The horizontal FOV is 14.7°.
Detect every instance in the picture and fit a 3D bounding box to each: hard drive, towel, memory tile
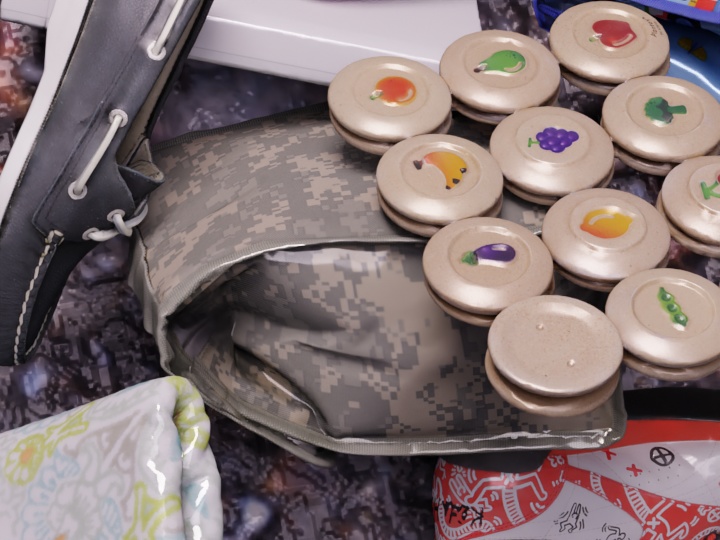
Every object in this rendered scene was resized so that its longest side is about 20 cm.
[{"bbox_3d":[-0.048,-0.115,1.204,0.200,0.132,0.027,11,110,-4],"label":"hard drive"},{"bbox_3d":[-0.119,0.157,1.094,0.048,0.171,0.200,14,64,-50],"label":"towel"},{"bbox_3d":[0.085,-0.030,1.082,0.153,0.017,0.200,-15,48,-18],"label":"memory tile"}]

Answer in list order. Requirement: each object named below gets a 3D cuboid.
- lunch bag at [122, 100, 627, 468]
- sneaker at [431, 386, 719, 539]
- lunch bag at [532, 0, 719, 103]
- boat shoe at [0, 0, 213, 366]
[{"bbox_3d":[0.000,0.000,1.160,0.200,0.164,0.118,-2,114,-9],"label":"lunch bag"},{"bbox_3d":[0.121,0.111,1.222,0.201,0.067,0.108,1,102,-25],"label":"sneaker"},{"bbox_3d":[0.183,-0.123,1.222,0.200,0.094,0.151,27,45,24],"label":"lunch bag"},{"bbox_3d":[-0.106,-0.047,1.116,0.060,0.076,0.200,20,108,2],"label":"boat shoe"}]
